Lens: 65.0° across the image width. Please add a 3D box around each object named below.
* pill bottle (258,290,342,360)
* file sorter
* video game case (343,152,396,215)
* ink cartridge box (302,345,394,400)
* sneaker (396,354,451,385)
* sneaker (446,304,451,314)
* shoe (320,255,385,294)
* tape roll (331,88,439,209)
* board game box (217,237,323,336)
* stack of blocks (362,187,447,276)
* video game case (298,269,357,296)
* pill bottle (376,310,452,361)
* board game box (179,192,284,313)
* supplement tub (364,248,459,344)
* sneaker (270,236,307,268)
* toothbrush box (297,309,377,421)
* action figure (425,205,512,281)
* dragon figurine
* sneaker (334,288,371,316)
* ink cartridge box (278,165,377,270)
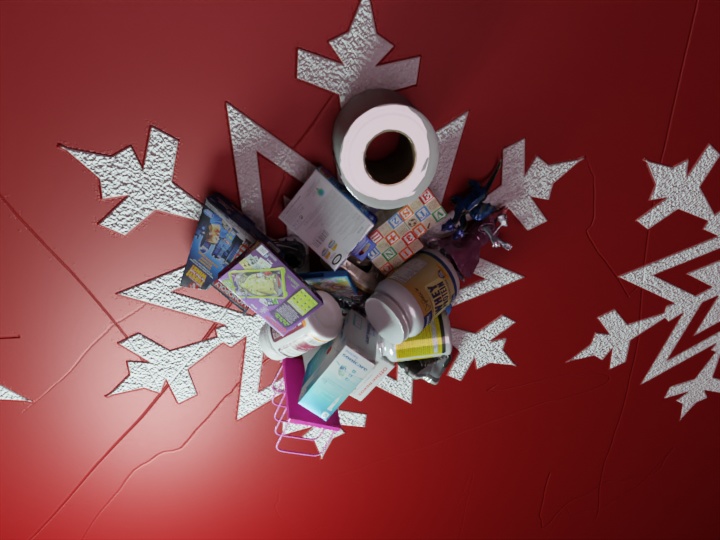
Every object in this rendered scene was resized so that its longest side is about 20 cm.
[{"bbox_3d":[-0.143,0.133,1.311,0.113,0.116,0.198,34,137,-30],"label":"pill bottle"},{"bbox_3d":[-0.148,0.347,1.436,0.136,0.202,0.127,17,121,-24],"label":"file sorter"},{"bbox_3d":[0.064,-0.147,1.277,0.141,0.019,0.201,-31,124,6],"label":"video game case"},{"bbox_3d":[-0.030,0.227,1.456,0.198,0.085,0.146,33,110,-30],"label":"ink cartridge box"},{"bbox_3d":[0.180,0.233,1.518,0.116,0.075,0.199,-51,142,9],"label":"sneaker"},{"bbox_3d":[0.161,0.156,1.466,0.198,0.079,0.066,-36,123,8],"label":"sneaker"},{"bbox_3d":[0.000,0.000,1.323,0.197,0.071,0.054,26,122,-25],"label":"shoe"},{"bbox_3d":[0.046,-0.243,1.122,0.197,0.140,0.208,-5,118,-9],"label":"tape roll"},{"bbox_3d":[-0.179,0.038,1.151,0.119,0.032,0.200,-38,124,6],"label":"board game box"},{"bbox_3d":[0.095,-0.097,1.270,0.199,0.059,0.115,-38,124,11],"label":"stack of blocks"},{"bbox_3d":[-0.113,0.036,1.272,0.194,0.018,0.143,-4,161,8],"label":"video game case"},{"bbox_3d":[0.118,0.160,1.376,0.194,0.114,0.115,-7,125,0],"label":"pill bottle"},{"bbox_3d":[-0.284,-0.018,1.192,0.199,0.062,0.201,39,111,-1],"label":"board game box"},{"bbox_3d":[0.118,0.059,1.292,0.199,0.143,0.147,-38,132,-28],"label":"supplement tub"},{"bbox_3d":[-0.209,-0.029,1.237,0.194,0.091,0.068,-4,124,-12],"label":"sneaker"},{"bbox_3d":[-0.049,0.215,1.291,0.084,0.147,0.201,34,116,-13],"label":"toothbrush box"},{"bbox_3d":[0.276,-0.081,1.347,0.201,0.148,0.134,-51,156,0],"label":"action figure"},{"bbox_3d":[0.262,-0.153,1.274,0.199,0.100,0.059,-38,124,12],"label":"dragon figurine"},{"bbox_3d":[-0.014,0.073,1.366,0.194,0.075,0.082,-3,124,-12],"label":"sneaker"},{"bbox_3d":[-0.056,-0.100,1.194,0.200,0.076,0.137,43,109,-3],"label":"ink cartridge box"}]
